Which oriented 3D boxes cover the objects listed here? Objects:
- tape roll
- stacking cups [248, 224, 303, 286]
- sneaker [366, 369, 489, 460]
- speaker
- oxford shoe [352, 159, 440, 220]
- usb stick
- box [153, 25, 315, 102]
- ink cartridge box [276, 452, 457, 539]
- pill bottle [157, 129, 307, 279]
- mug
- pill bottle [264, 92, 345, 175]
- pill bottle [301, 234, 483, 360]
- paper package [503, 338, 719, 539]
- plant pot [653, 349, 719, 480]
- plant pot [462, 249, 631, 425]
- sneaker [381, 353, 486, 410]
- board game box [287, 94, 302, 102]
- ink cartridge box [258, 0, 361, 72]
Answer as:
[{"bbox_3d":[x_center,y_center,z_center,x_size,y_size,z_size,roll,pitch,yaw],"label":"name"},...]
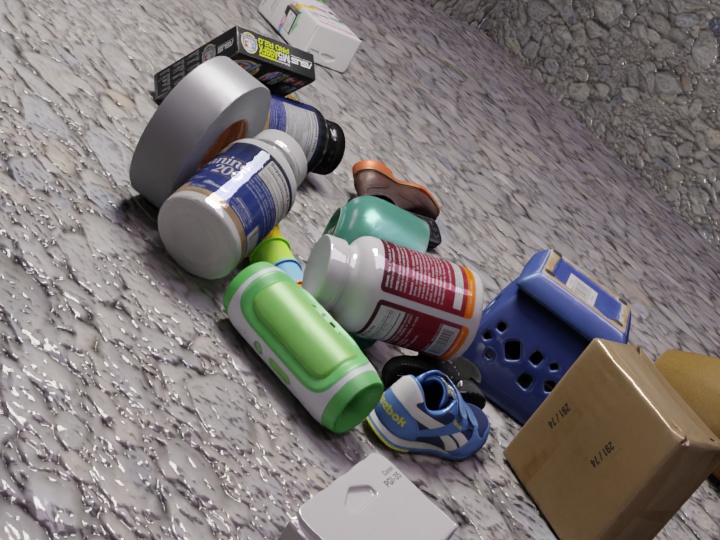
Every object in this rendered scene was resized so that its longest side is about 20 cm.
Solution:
[{"bbox_3d":[-0.195,-0.161,1.403,0.066,0.202,0.200,37,21,9],"label":"tape roll"},{"bbox_3d":[-0.084,0.019,1.388,0.060,0.061,0.201,11,33,-45],"label":"stacking cups"},{"bbox_3d":[0.095,0.164,1.309,0.198,0.083,0.074,12,28,-49],"label":"sneaker"},{"bbox_3d":[-0.064,0.082,1.243,0.200,0.089,0.088,45,24,26],"label":"speaker"},{"bbox_3d":[0.059,-0.110,1.891,0.198,0.071,0.074,24,53,-38],"label":"oxford shoe"},{"bbox_3d":[0.055,-0.076,1.818,0.198,0.032,0.056,13,52,-43],"label":"usb stick"},{"bbox_3d":[-0.190,-0.290,1.711,0.159,0.198,0.045,10,68,-47],"label":"box"},{"bbox_3d":[-0.036,0.242,0.780,0.082,0.202,0.146,38,22,14],"label":"ink cartridge box"},{"bbox_3d":[-0.145,-0.088,1.359,0.110,0.112,0.200,35,43,4],"label":"pill bottle"},{"bbox_3d":[0.005,-0.011,1.448,0.113,0.153,0.186,26,22,-11],"label":"mug"},{"bbox_3d":[-0.120,-0.207,1.737,0.198,0.113,0.112,11,30,-46],"label":"pill bottle"},{"bbox_3d":[0.036,0.027,1.331,0.197,0.114,0.114,18,25,-20],"label":"pill bottle"},{"bbox_3d":[0.295,0.212,1.337,0.102,0.201,0.191,15,28,-38],"label":"paper package"},{"bbox_3d":[0.550,0.211,1.786,0.199,0.189,0.185,34,17,36],"label":"plant pot"},{"bbox_3d":[0.261,0.093,1.572,0.199,0.181,0.200,37,21,6],"label":"plant pot"},{"bbox_3d":[0.087,0.126,1.416,0.198,0.060,0.105,25,23,-37],"label":"sneaker"},{"bbox_3d":[-0.140,-0.301,2.031,0.199,0.024,0.105,39,23,8],"label":"board game box"},{"bbox_3d":[-0.110,-0.535,2.487,0.143,0.085,0.201,10,33,-47],"label":"ink cartridge box"}]
